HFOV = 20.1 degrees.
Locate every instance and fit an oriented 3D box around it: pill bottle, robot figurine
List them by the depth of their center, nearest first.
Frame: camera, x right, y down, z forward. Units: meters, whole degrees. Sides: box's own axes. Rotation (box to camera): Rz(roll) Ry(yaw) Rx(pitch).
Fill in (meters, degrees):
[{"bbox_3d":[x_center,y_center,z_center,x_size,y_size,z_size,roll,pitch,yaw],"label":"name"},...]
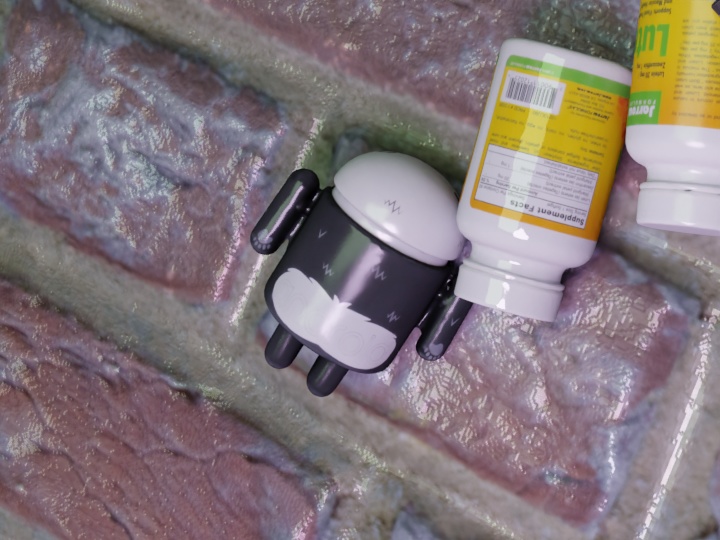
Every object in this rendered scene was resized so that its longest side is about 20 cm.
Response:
[{"bbox_3d":[0.253,-0.130,1.480,0.110,0.111,0.202,6,88,32],"label":"pill bottle"},{"bbox_3d":[0.136,-0.068,1.556,0.110,0.111,0.202,17,95,31],"label":"pill bottle"},{"bbox_3d":[0.001,0.000,1.628,0.201,0.150,0.125,-57,39,15],"label":"robot figurine"}]

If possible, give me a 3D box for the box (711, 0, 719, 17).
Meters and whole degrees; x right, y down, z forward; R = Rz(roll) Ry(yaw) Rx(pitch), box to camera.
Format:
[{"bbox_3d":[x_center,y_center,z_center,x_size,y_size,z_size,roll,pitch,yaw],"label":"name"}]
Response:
[{"bbox_3d":[0.365,-0.199,1.395,0.200,0.048,0.158,-45,89,-1],"label":"box"}]
